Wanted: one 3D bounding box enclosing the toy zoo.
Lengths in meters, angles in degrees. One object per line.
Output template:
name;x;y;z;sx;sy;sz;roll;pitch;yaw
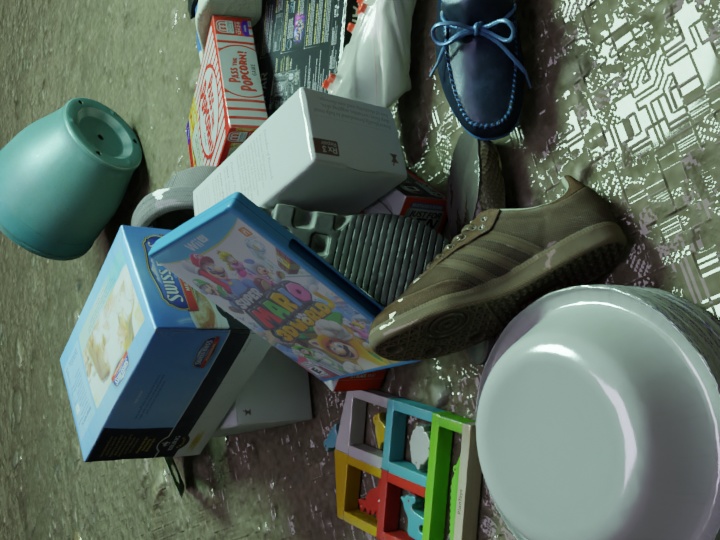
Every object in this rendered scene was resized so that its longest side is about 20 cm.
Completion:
toy zoo;0.032;0.184;0.758;0.199;0.020;0.133;6;93;51

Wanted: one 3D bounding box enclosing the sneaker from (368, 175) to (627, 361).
sneaker;0.092;0.000;0.608;0.198;0.071;0.076;-24;56;4

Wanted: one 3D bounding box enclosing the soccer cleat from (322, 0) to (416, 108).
soccer cleat;0.022;-0.208;0.768;0.202;0.077;0.069;-67;14;-4

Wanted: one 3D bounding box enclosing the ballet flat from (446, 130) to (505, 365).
ballet flat;0.106;-0.021;0.668;0.067;0.046;0.202;131;137;-66

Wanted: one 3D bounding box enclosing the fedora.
fedora;-0.153;-0.042;0.904;0.176;0.199;0.091;-30;38;35

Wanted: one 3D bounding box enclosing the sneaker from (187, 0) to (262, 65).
sneaker;-0.161;-0.317;0.952;0.200;0.076;0.112;122;139;-69

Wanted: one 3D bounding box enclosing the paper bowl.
paper bowl;0.156;0.111;0.545;0.200;0.104;0.203;-2;88;51

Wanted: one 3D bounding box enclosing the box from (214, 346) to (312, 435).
box;-0.153;0.121;0.930;0.199;0.097;0.126;-21;71;49

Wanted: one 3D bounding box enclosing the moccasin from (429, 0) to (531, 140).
moccasin;0.087;-0.206;0.656;0.080;0.068;0.202;-11;77;8

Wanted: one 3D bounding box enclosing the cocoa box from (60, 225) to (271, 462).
cocoa box;-0.194;0.075;0.803;0.201;0.130;0.134;-55;48;32

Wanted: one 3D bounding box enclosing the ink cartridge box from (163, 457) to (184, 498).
ink cartridge box;-0.280;0.195;1.033;0.146;0.048;0.202;138;111;-76

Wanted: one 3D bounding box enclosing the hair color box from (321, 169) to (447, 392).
hair color box;0.000;0.000;0.776;0.111;0.063;0.202;42;120;44

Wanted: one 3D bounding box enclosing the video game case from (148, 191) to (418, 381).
video game case;-0.060;0.023;0.662;0.143;0.200;0.018;-20;38;50

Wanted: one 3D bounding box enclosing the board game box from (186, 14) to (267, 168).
board game box;-0.157;-0.164;0.943;0.200;0.046;0.153;124;139;-55

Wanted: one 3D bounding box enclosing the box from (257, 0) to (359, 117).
box;-0.049;-0.248;0.867;0.159;0.043;0.203;7;93;51

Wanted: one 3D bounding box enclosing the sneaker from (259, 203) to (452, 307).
sneaker;0.001;-0.008;0.685;0.198;0.089;0.075;16;82;16

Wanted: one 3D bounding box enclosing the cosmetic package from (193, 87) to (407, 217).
cosmetic package;-0.061;-0.076;0.729;0.199;0.101;0.075;-32;62;44

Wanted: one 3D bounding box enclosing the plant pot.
plant pot;-0.437;-0.151;1.240;0.188;0.199;0.201;-38;58;25
